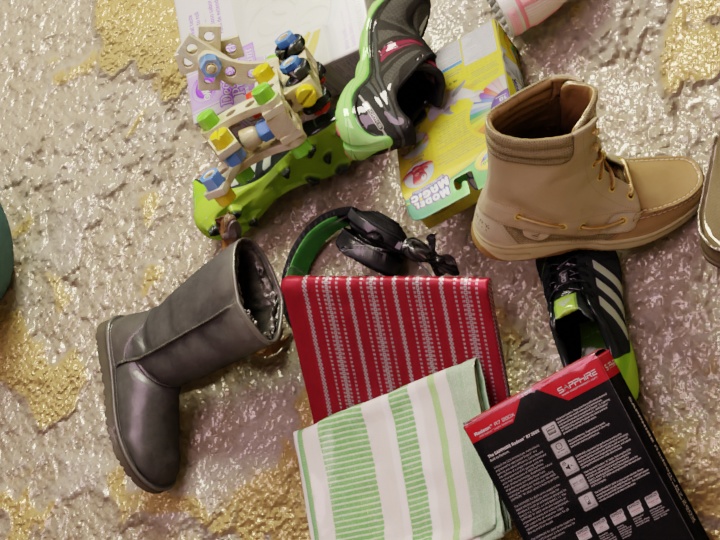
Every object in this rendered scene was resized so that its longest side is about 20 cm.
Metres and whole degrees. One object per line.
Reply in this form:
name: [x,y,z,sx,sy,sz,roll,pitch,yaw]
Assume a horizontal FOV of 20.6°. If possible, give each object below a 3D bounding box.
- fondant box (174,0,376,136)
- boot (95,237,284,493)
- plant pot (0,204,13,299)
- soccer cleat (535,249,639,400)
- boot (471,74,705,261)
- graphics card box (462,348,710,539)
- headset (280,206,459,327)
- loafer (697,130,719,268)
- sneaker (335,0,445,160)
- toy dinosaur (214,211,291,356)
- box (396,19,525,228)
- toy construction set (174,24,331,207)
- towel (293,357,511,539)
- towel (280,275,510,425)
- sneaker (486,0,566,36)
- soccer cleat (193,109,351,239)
fondant box: [-0.071,-0.225,1.869,0.199,0.058,0.145,-23,62,23]
boot: [-0.142,0.087,1.748,0.199,0.072,0.183,-22,82,33]
plant pot: [-0.419,-0.016,1.949,0.199,0.135,0.201,-11,66,27]
soccer cleat: [0.179,0.023,1.614,0.067,0.081,0.201,-24,61,21]
boot: [0.187,-0.088,1.571,0.199,0.156,0.073,-10,52,-8]
graphics card box: [0.181,0.176,1.530,0.125,0.051,0.201,-30,84,18]
headset: [0.000,0.000,1.721,0.199,0.094,0.124,-4,70,42]
loafer: [0.315,-0.099,1.587,0.076,0.067,0.201,14,80,34]
sneaker: [0.038,-0.168,1.714,0.083,0.077,0.201,0,49,18]
toy dinosaur: [-0.121,0.046,1.804,0.106,0.060,0.201,31,110,37]
box: [0.089,-0.120,1.698,0.117,0.048,0.201,-28,35,19]
toy construction set: [-0.096,-0.150,1.753,0.131,0.092,0.200,-32,40,10]
towel: [0.031,0.175,1.648,0.199,0.023,0.154,-24,68,35]
towel: [0.031,0.069,1.668,0.199,0.022,0.145,0,114,29]
sneaker: [0.137,-0.301,1.769,0.104,0.075,0.201,-30,52,3]
soccer cleat: [-0.075,-0.103,1.814,0.199,0.067,0.081,-33,53,19]
